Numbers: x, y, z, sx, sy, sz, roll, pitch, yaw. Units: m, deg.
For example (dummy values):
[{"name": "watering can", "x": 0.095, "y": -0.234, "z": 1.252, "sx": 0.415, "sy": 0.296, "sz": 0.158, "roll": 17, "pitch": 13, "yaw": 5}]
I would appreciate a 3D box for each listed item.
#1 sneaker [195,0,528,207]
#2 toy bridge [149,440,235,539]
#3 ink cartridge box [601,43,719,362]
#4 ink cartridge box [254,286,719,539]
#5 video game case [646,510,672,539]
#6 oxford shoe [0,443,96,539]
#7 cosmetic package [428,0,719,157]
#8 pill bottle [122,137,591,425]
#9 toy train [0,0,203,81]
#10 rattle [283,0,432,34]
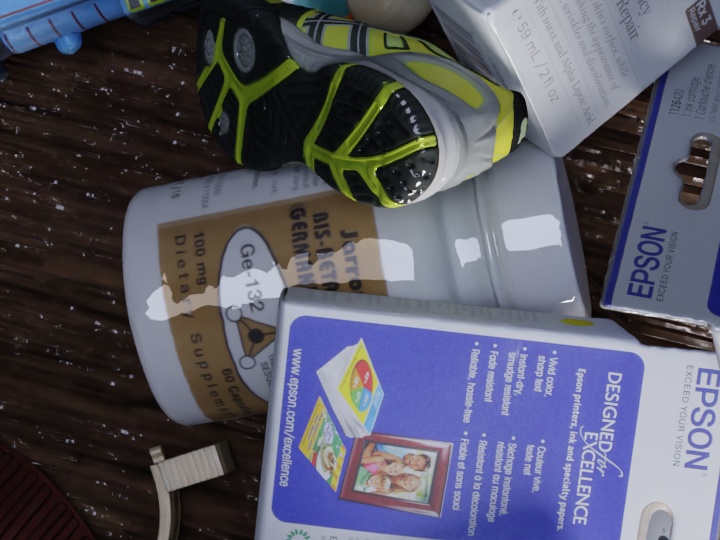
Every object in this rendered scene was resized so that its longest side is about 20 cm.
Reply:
[{"name": "sneaker", "x": -0.006, "y": -0.077, "z": 1.031, "sx": 0.200, "sy": 0.076, "sz": 0.076, "roll": 34, "pitch": 125, "yaw": 47}, {"name": "toy bridge", "x": -0.069, "y": 0.180, "z": 1.120, "sx": 0.067, "sy": 0.027, "sz": 0.200, "roll": -19, "pitch": 87, "yaw": 10}, {"name": "ink cartridge box", "x": 0.216, "y": -0.017, "z": 0.995, "sx": 0.200, "sy": 0.198, "sz": 0.047, "roll": 8, "pitch": 131, "yaw": 12}, {"name": "ink cartridge box", "x": 0.054, "y": 0.114, "z": 1.015, "sx": 0.200, "sy": 0.047, "sz": 0.198, "roll": 7, "pitch": 103, "yaw": -1}, {"name": "video game case", "x": 0.071, "y": 0.180, "z": 1.071, "sx": 0.200, "sy": 0.036, "sz": 0.182, "roll": -18, "pitch": 95, "yaw": 15}, {"name": "oxford shoe", "x": -0.211, "y": 0.119, "z": 1.137, "sx": 0.200, "sy": 0.070, "sz": 0.075, "roll": 35, "pitch": 121, "yaw": 7}, {"name": "cosmetic package", "x": 0.127, "y": -0.154, "z": 1.021, "sx": 0.200, "sy": 0.102, "sz": 0.074, "roll": -39, "pitch": 46, "yaw": -6}, {"name": "pill bottle", "x": 0.000, "y": 0.000, "z": 1.067, "sx": 0.200, "sy": 0.114, "sz": 0.115, "roll": -11, "pitch": 87, "yaw": 9}, {"name": "toy train", "x": -0.142, "y": -0.163, "z": 1.111, "sx": 0.200, "sy": 0.087, "sz": 0.114, "roll": -19, "pitch": 92, "yaw": 9}, {"name": "rattle", "x": 0.055, "y": -0.156, "z": 1.104, "sx": 0.130, "sy": 0.143, "sz": 0.200, "roll": 39, "pitch": 114, "yaw": 40}]
